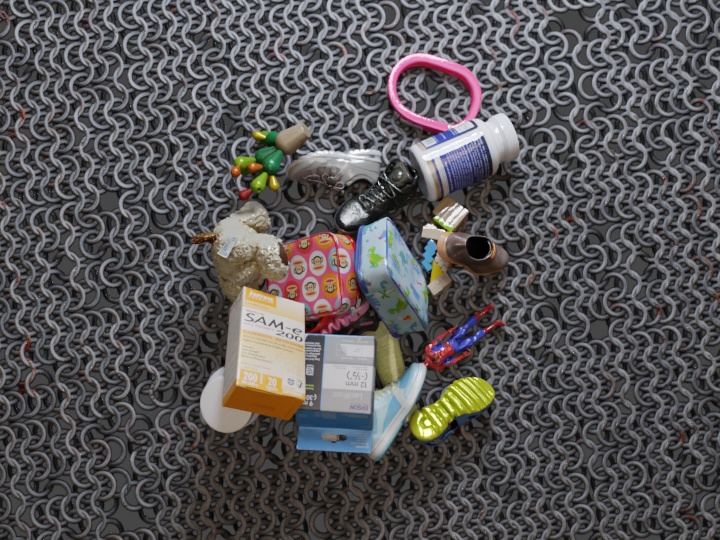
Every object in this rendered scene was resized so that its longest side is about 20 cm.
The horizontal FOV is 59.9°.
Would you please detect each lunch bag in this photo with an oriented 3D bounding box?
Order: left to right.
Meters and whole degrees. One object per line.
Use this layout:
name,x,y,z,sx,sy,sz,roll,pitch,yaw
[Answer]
lunch bag,-0.093,0.028,1.188,0.196,0.081,0.181,-9,83,36
lunch bag,0.061,0.013,1.169,0.081,0.201,0.163,-17,44,21

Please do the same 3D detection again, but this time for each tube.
tube,0.064,0.201,1.250,0.057,0.052,0.205,-17,85,-29

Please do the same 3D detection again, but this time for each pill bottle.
pill bottle,-0.225,0.225,1.161,0.111,0.200,0.117,0,92,3
pill bottle,0.203,-0.226,1.228,0.196,0.116,0.118,-23,89,-1

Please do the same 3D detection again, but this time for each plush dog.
plush dog,-0.227,-0.007,1.176,0.157,0.201,0.175,-14,131,-20

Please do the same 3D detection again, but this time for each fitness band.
fitness band,0.149,-0.358,1.270,0.195,0.037,0.147,18,88,-2

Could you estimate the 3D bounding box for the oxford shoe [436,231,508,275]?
oxford shoe,0.235,-0.030,1.202,0.197,0.072,0.073,8,85,-42

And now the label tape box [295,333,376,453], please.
label tape box,-0.045,0.221,1.128,0.139,0.066,0.205,2,74,5

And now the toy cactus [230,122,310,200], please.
toy cactus,-0.163,-0.217,1.192,0.163,0.202,0.103,-28,116,21

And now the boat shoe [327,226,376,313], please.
boat shoe,0.000,0.000,1.247,0.060,0.072,0.204,-18,103,40

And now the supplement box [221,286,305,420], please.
supplement box,-0.163,0.140,1.077,0.124,0.074,0.203,17,44,-24

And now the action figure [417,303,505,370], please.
action figure,0.194,0.143,1.253,0.198,0.052,0.066,-36,93,1

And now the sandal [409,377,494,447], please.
sandal,0.180,0.283,1.238,0.196,0.088,0.080,-25,53,-17

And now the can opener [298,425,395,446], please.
can opener,-0.024,0.316,1.233,0.194,0.067,0.055,6,89,-1

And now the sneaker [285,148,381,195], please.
sneaker,-0.051,-0.192,1.241,0.194,0.075,0.084,-6,87,-2

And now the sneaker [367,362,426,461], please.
sneaker,0.032,0.241,1.183,0.129,0.080,0.203,32,85,3

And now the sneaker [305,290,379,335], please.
sneaker,-0.049,0.126,1.235,0.197,0.080,0.096,-29,125,14

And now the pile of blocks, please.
pile of blocks,0.159,-0.043,1.249,0.080,0.062,0.205,13,76,10

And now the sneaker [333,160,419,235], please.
sneaker,0.034,-0.145,1.189,0.197,0.115,0.077,-28,70,-21
